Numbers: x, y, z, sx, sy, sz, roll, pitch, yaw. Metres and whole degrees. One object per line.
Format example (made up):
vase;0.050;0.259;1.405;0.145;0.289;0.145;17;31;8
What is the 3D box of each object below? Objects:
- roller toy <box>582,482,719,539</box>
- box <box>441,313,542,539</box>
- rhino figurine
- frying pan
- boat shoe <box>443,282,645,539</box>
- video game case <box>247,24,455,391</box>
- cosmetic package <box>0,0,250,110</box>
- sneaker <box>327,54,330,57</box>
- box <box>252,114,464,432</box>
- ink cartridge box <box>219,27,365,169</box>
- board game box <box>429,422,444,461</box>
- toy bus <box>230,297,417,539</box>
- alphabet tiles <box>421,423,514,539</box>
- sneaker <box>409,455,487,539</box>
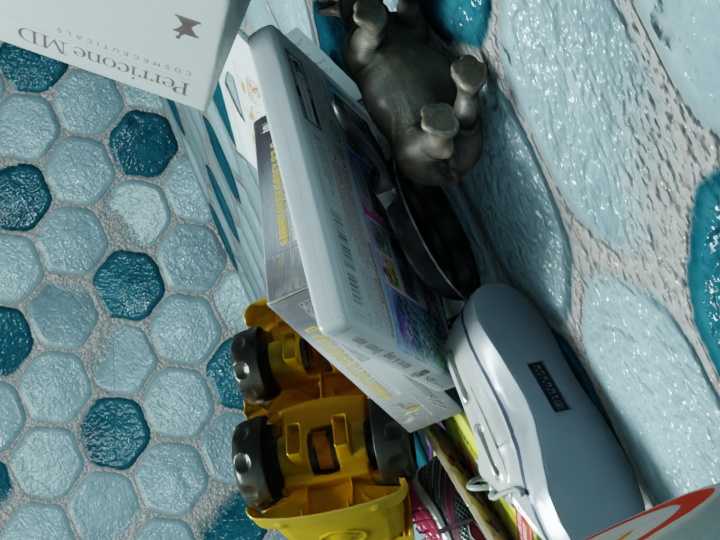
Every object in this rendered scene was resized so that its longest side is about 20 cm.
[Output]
roller toy;0.124;0.192;0.517;0.141;0.199;0.183;63;164;12
box;0.103;0.127;0.877;0.200;0.050;0.076;57;166;41
rhino figurine;0.018;-0.135;0.717;0.088;0.059;0.201;90;156;-60
frying pan;0.031;-0.032;0.748;0.190;0.031;0.116;14;-128;-66
boat shoe;0.099;0.113;0.720;0.086;0.074;0.203;-56;49;43
video game case;0.000;-0.033;0.754;0.182;0.024;0.202;33;-142;-60
cosmetic package;-0.131;-0.235;0.699;0.200;0.163;0.166;117;170;-61
sneaker;-0.049;-0.116;1.064;0.084;0.080;0.200;59;168;8
box;0.000;0.000;0.828;0.200;0.048;0.159;46;-151;-47
ink cartridge box;-0.052;-0.116;0.955;0.174;0.043;0.201;48;162;29
board game box;0.118;0.229;1.093;0.120;0.032;0.201;77;166;-56
toy bus;-0.016;0.136;0.970;0.192;0.134;0.201;66;-166;-54
alphabet tiles;0.120;0.204;0.898;0.167;0.008;0.200;43;-169;-47
sneaker;0.108;0.235;0.980;0.200;0.075;0.081;53;-171;31
